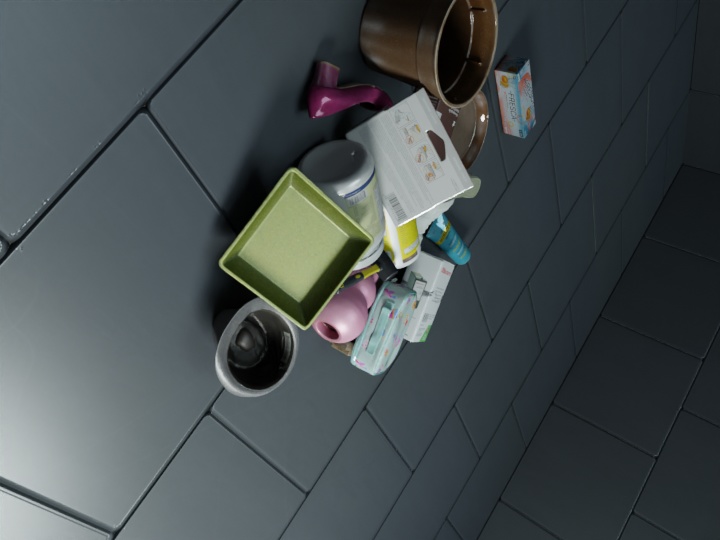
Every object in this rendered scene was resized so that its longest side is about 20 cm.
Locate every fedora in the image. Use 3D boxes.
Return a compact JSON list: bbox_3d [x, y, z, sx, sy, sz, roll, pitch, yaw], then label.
[{"bbox_3d":[-0.198,0.124,1.163,0.200,0.089,0.180,43,73,-48],"label":"fedora"}]

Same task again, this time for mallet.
[{"bbox_3d":[0.000,0.000,1.271,0.041,0.067,0.198,-42,164,34],"label":"mallet"}]

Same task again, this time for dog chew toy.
[{"bbox_3d":[-0.023,0.046,1.341,0.202,0.121,0.127,-59,148,-34],"label":"dog chew toy"}]

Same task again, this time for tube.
[{"bbox_3d":[0.223,-0.080,1.678,0.199,0.049,0.079,39,71,-50],"label":"tube"}]

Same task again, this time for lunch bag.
[{"bbox_3d":[0.051,0.118,1.415,0.205,0.075,0.160,-68,163,4],"label":"lunch bag"}]

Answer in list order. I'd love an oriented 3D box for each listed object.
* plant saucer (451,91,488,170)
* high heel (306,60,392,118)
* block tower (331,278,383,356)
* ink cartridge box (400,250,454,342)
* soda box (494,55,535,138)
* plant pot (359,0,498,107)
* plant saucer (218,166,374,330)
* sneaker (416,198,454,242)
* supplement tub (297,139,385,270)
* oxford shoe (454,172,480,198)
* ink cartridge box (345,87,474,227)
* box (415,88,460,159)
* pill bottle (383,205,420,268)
[{"bbox_3d":[0.238,-0.327,1.556,0.198,0.034,0.206,-31,132,-41],"label":"plant saucer"},{"bbox_3d":[-0.019,-0.294,1.185,0.196,0.066,0.099,13,90,-41],"label":"high heel"},{"bbox_3d":[-0.004,0.082,1.442,0.054,0.057,0.206,17,94,-57],"label":"block tower"},{"bbox_3d":[0.144,0.061,1.587,0.205,0.082,0.145,-68,161,2],"label":"ink cartridge box"},{"bbox_3d":[0.396,-0.440,1.675,0.064,0.067,0.202,-50,142,-22],"label":"soda box"},{"bbox_3d":[0.115,-0.418,1.184,0.198,0.195,0.206,-30,133,-39],"label":"plant pot"},{"bbox_3d":[-0.108,-0.039,1.109,0.199,0.048,0.201,38,93,-25],"label":"plant saucer"},{"bbox_3d":[0.136,-0.112,1.517,0.197,0.073,0.119,-22,131,-38],"label":"sneaker"},{"bbox_3d":[-0.030,-0.116,1.207,0.145,0.143,0.204,-44,141,-28],"label":"supplement tub"},{"bbox_3d":[0.217,-0.208,1.516,0.198,0.057,0.077,2,115,-60],"label":"oxford shoe"},{"bbox_3d":[0.092,-0.207,1.210,0.203,0.173,0.045,59,26,-15],"label":"ink cartridge box"},{"bbox_3d":[0.150,-0.316,1.406,0.099,0.074,0.206,5,107,-56],"label":"box"},{"bbox_3d":[0.059,-0.113,1.356,0.109,0.107,0.205,-40,132,-32],"label":"pill bottle"}]
